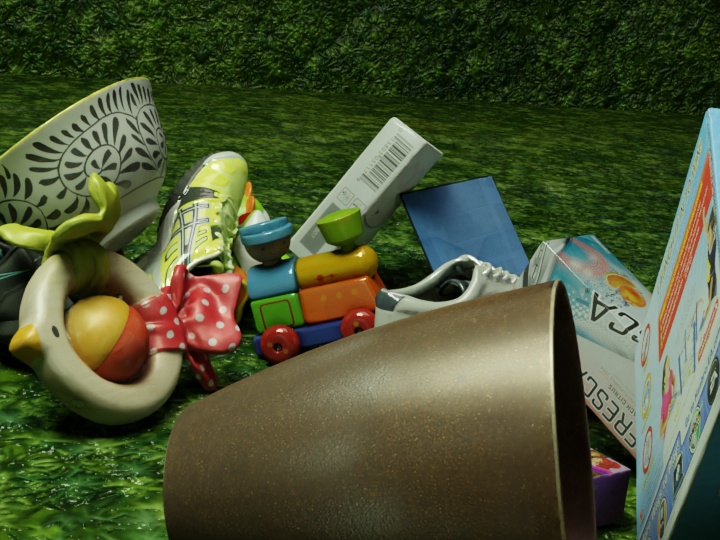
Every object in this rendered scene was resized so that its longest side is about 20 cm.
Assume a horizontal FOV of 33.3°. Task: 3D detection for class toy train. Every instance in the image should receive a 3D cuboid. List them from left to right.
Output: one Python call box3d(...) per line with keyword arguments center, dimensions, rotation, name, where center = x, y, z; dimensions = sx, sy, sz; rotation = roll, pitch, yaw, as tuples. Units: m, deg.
box3d(center=(0.000, 0.000, 0.988), dimensions=(0.199, 0.116, 0.085), rotation=(-12, 11, 14), name="toy train")

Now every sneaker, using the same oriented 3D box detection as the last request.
box3d(center=(-0.311, 0.009, 0.952), dimensions=(0.199, 0.080, 0.075), rotation=(0, 26, 28), name="sneaker")
box3d(center=(-0.135, -0.018, 1.034), dimensions=(0.076, 0.076, 0.201), rotation=(5, 56, 28), name="sneaker")
box3d(center=(0.094, 0.025, 0.905), dimensions=(0.199, 0.071, 0.073), rotation=(-16, 23, -38), name="sneaker")

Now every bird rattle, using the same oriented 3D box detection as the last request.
box3d(center=(-0.177, 0.038, 0.863), dimensions=(0.112, 0.200, 0.164), rotation=(-19, 38, 30), name="bird rattle")

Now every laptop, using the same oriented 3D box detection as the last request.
box3d(center=(0.164, -0.011, 1.181), dimensions=(0.199, 0.117, 0.187), rotation=(15, 18, 32), name="laptop")

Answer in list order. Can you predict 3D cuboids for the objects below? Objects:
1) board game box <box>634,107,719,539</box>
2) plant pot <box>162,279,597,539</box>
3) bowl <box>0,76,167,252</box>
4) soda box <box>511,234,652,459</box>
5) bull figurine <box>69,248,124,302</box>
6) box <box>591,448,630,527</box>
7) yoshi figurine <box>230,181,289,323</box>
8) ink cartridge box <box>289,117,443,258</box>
box3d(center=(0.194, 0.053, 0.643), dimensions=(0.056, 0.201, 0.196), rotation=(8, 45, 5), name="board game box")
box3d(center=(0.010, 0.108, 0.605), dimensions=(0.199, 0.188, 0.187), rotation=(-6, 12, 14), name="plant pot")
box3d(center=(-0.226, -0.061, 0.989), dimensions=(0.200, 0.094, 0.201), rotation=(-38, 0, 0), name="bowl")
box3d(center=(0.190, 0.066, 0.829), dimensions=(0.063, 0.069, 0.200), rotation=(-8, 48, -44), name="soda box")
box3d(center=(-0.272, -0.008, 1.104), dimensions=(0.121, 0.066, 0.200), rotation=(4, 16, -15), name="bull figurine")
box3d(center=(0.057, 0.119, 0.793), dimensions=(0.136, 0.039, 0.200), rotation=(-4, 17, -34), name="box")
box3d(center=(-0.116, -0.002, 1.144), dimensions=(0.112, 0.113, 0.200), rotation=(-34, 32, 6), name="yoshi figurine")
box3d(center=(0.023, -0.062, 1.214), dimensions=(0.057, 0.163, 0.200), rotation=(42, 7, 20), name="ink cartridge box")
